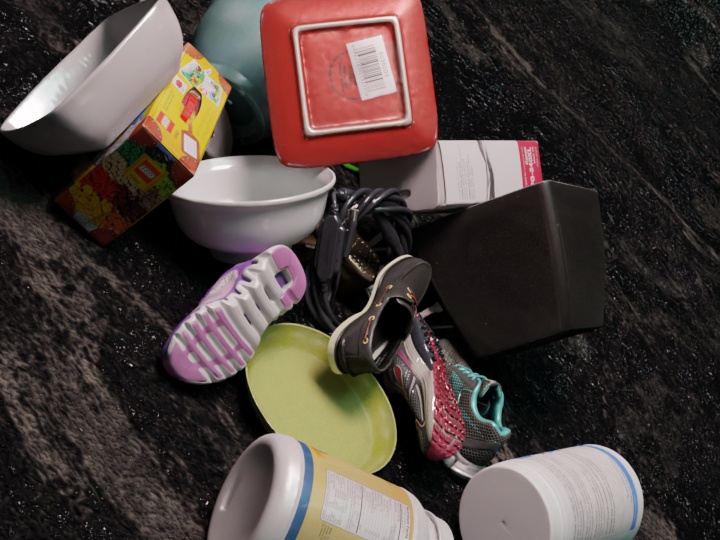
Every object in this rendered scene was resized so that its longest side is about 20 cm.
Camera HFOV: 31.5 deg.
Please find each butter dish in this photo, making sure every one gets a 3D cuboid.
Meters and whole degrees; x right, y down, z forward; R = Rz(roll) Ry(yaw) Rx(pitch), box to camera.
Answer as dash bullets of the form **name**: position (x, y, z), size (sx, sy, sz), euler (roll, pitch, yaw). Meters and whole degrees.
- **butter dish**: position (-0.020, -0.223, 1.545), size (0.198, 0.148, 0.202), euler (-8, 88, -8)

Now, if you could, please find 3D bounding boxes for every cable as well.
- **cable**: position (0.000, 0.000, 1.504), size (0.051, 0.202, 0.163), euler (13, 12, 37)

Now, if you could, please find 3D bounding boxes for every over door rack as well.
- **over door rack**: position (0.078, 0.012, 1.663), size (0.199, 0.067, 0.148), euler (8, 46, -43)

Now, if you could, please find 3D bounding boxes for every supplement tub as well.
- **supplement tub**: position (0.219, 0.272, 1.445), size (0.199, 0.132, 0.132), euler (1, 50, -48)
- **supplement tub**: position (-0.027, 0.252, 1.183), size (0.199, 0.145, 0.145), euler (28, 34, -23)

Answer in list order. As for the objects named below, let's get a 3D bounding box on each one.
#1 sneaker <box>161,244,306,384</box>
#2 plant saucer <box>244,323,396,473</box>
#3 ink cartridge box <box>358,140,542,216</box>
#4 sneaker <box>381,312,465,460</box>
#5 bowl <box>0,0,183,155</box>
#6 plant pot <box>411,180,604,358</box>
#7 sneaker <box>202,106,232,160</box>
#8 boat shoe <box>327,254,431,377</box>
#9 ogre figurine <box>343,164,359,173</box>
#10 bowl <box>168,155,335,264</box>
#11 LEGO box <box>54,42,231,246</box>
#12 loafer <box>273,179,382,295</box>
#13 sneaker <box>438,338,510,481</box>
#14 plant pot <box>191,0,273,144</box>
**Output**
- **sneaker**: position (-0.146, 0.051, 1.366), size (0.200, 0.088, 0.081), euler (-45, 117, -38)
- **plant saucer**: position (-0.049, 0.146, 1.395), size (0.199, 0.031, 0.201), euler (29, 34, -22)
- **ink cartridge box**: position (0.114, -0.117, 1.621), size (0.199, 0.145, 0.084), euler (-5, 90, -45)
- **sneaker**: position (0.068, 0.143, 1.482), size (0.081, 0.074, 0.201), euler (52, 16, -39)
- **bowl**: position (-0.279, -0.195, 1.368), size (0.075, 0.199, 0.200), euler (49, 67, -22)
- **plant pot**: position (0.205, 0.007, 1.611), size (0.199, 0.199, 0.179), euler (1, 71, -62)
- **sneaker**: position (-0.244, -0.207, 1.568), size (0.200, 0.111, 0.073), euler (57, 45, -43)
- **boat shoe**: position (0.037, 0.051, 1.466), size (0.201, 0.063, 0.074), euler (-49, 129, -45)
- **ogre figurine**: position (0.040, -0.174, 1.794), size (0.098, 0.120, 0.201), euler (13, 43, -45)
- **bowl**: position (-0.127, -0.064, 1.466), size (0.199, 0.091, 0.201), euler (-1, 19, 0)
- **LEGO box**: position (-0.236, -0.141, 1.408), size (0.077, 0.149, 0.201), euler (44, 29, -21)
- **loafer**: position (-0.059, -0.047, 1.579), size (0.200, 0.067, 0.076), euler (50, 30, 9)
- **sneaker**: position (0.135, 0.152, 1.533), size (0.077, 0.091, 0.201), euler (21, 37, -32)
- **plant pot**: position (-0.142, -0.247, 1.638), size (0.200, 0.200, 0.135), euler (38, 58, -8)
